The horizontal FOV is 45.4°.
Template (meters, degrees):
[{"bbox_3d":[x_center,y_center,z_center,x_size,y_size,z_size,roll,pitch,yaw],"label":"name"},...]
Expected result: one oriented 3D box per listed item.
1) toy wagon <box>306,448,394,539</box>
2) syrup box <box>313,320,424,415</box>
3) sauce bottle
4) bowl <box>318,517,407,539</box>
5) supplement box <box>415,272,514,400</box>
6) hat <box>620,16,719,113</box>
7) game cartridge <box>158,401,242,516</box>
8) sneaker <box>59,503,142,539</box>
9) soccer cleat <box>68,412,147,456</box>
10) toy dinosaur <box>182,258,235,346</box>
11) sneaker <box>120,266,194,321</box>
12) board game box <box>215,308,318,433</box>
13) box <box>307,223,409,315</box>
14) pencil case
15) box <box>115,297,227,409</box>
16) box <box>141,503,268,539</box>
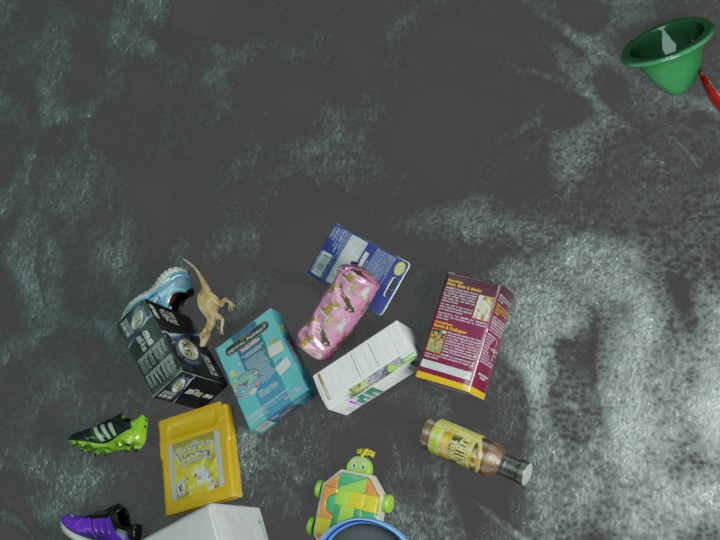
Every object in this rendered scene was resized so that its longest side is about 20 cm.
[{"bbox_3d":[-0.016,0.425,1.577,0.154,0.040,0.201,4,75,28],"label":"toy wagon"},{"bbox_3d":[0.019,0.186,1.617,0.200,0.079,0.082,-35,61,12],"label":"syrup box"},{"bbox_3d":[0.199,0.314,1.490,0.199,0.065,0.065,16,81,31],"label":"sauce bottle"},{"bbox_3d":[0.009,0.528,1.497,0.199,0.039,0.202,-1,88,15],"label":"bowl"},{"bbox_3d":[0.190,0.117,1.550,0.110,0.086,0.201,13,80,30],"label":"supplement box"},{"bbox_3d":[0.576,-0.334,1.548,0.165,0.177,0.200,-17,28,23],"label":"hat"},{"bbox_3d":[-0.331,0.383,1.757,0.176,0.032,0.201,-21,66,20],"label":"game cartridge"},{"bbox_3d":[-0.530,0.530,1.793,0.199,0.070,0.100,15,73,26],"label":"sneaker"},{"bbox_3d":[-0.543,0.353,1.863,0.199,0.068,0.081,-8,52,24],"label":"soccer cleat"},{"bbox_3d":[-0.316,0.066,1.816,0.058,0.101,0.201,-22,64,19],"label":"toy dinosaur"},{"bbox_3d":[-0.445,0.085,1.891,0.200,0.078,0.090,-45,62,7],"label":"sneaker"},{"bbox_3d":[-0.191,0.202,1.737,0.151,0.047,0.201,-36,60,12],"label":"board game box"},{"bbox_3d":[0.000,0.000,1.718,0.200,0.032,0.122,30,88,32],"label":"box"},{"bbox_3d":[-0.046,0.080,1.660,0.086,0.083,0.200,41,110,27],"label":"pencil case"},{"bbox_3d":[-0.389,0.174,1.781,0.086,0.164,0.200,-42,59,9],"label":"box"},{"bbox_3d":[-0.280,0.562,1.587,0.198,0.171,0.201,-30,62,15],"label":"box"}]
